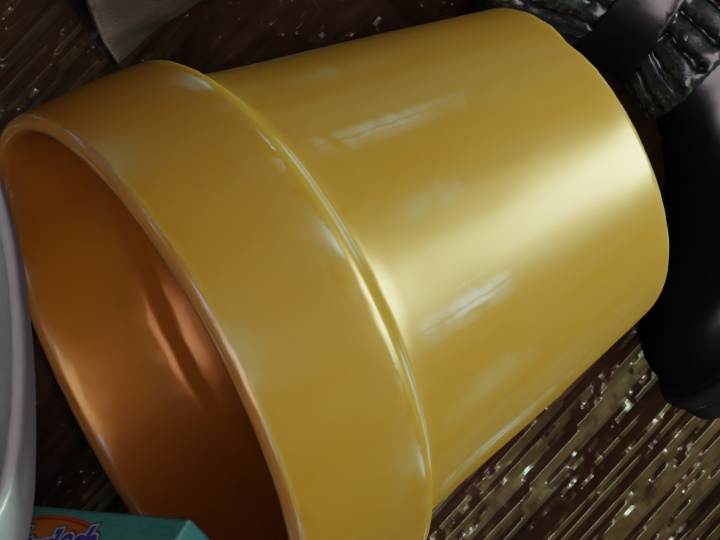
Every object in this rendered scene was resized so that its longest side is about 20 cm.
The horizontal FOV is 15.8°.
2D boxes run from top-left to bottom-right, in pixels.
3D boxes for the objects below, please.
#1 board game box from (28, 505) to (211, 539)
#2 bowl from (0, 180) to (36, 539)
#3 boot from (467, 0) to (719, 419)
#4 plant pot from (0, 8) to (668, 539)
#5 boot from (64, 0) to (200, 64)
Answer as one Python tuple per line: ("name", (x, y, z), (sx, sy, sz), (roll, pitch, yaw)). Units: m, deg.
("board game box", (-0.054, 0.161, 0.911), (0.200, 0.152, 0.045), (49, 60, -28))
("bowl", (-0.199, 0.057, 0.880), (0.200, 0.200, 0.075), (-16, 139, 6))
("boot", (0.108, -0.066, 0.968), (0.158, 0.079, 0.212), (22, 83, -20))
("plant pot", (0.000, 0.000, 0.912), (0.183, 0.200, 0.201), (-28, 102, -21))
("boot", (-0.033, -0.158, 0.874), (0.166, 0.200, 0.072), (-36, 70, -14))
